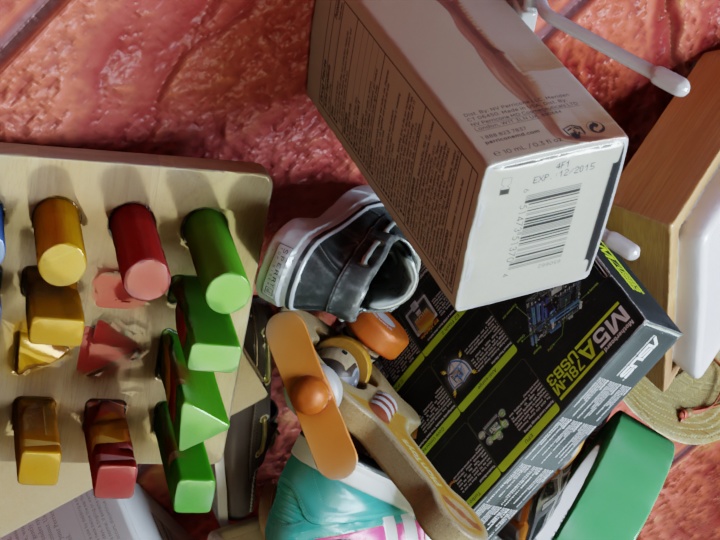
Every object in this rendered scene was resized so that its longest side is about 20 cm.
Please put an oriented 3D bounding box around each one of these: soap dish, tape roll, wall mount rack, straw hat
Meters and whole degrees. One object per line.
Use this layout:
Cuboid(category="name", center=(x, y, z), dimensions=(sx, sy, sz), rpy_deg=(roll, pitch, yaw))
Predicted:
Cuboid(category="soap dish", center=(0.231, -0.042, 1.011), dimensions=(0.200, 0.081, 0.158), rpy_deg=(-52, 148, -33))
Cuboid(category="tape roll", center=(0.157, 0.198, 1.089), dimensions=(0.201, 0.048, 0.200), rpy_deg=(-58, 173, -11))
Cuboid(category="wall mount rack", center=(0.118, -0.108, 0.861), dimensions=(0.074, 0.174, 0.200), rpy_deg=(-1, 134, -8))
Cuboid(category="straw hat", center=(0.205, 0.037, 1.119), dimensions=(0.201, 0.202, 0.085), rpy_deg=(8, 167, -37))

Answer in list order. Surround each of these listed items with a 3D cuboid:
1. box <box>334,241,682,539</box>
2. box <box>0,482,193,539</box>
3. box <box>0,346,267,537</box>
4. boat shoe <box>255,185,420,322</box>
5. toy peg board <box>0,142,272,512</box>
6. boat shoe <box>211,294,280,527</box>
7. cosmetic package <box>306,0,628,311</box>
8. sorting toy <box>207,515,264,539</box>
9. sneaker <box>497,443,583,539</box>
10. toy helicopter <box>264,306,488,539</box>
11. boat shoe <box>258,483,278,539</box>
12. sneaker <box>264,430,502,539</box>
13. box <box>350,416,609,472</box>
Cuboid(category="box", center=(0.084, 0.044, 0.977), dimensions=(0.047, 0.193, 0.200), rpy_deg=(18, 118, -45))
Cuboid(category="box", center=(-0.216, 0.248, 1.057), dimensions=(0.200, 0.106, 0.152), rpy_deg=(-33, 140, 0))
Cuboid(category="box", center=(-0.178, 0.061, 0.914), dimensions=(0.200, 0.021, 0.164), rpy_deg=(-28, 120, 0))
Cuboid(category="boat shoe", center=(0.000, 0.000, 0.905), dimensions=(0.072, 0.071, 0.200), rpy_deg=(-66, 169, 18))
Cuboid(category="toy peg board", center=(-0.154, 0.042, 0.839), dimensions=(0.199, 0.098, 0.200), rpy_deg=(3, 116, -18))
Cuboid(category="boat shoe", center=(-0.084, 0.099, 1.022), dimensions=(0.059, 0.072, 0.200), rpy_deg=(-15, 131, -15))
Cuboid(category="cosmetic package", center=(0.051, -0.086, 0.823), dimensions=(0.087, 0.200, 0.104), rpy_deg=(-13, 138, -22))
Cuboid(category="sorting toy", center=(-0.071, 0.271, 1.087), dimensions=(0.036, 0.186, 0.200), rpy_deg=(-5, 177, 16))
Cuboid(category="sneaker", center=(0.121, 0.131, 1.082), dimensions=(0.077, 0.078, 0.200), rpy_deg=(-24, 143, -52))
Cuboid(category="toy helicopter", center=(0.007, 0.094, 0.913), dimensions=(0.079, 0.200, 0.132), rpy_deg=(-46, 150, 11))
Cuboid(category="boat shoe", center=(-0.012, 0.206, 1.122), dimensions=(0.070, 0.071, 0.200), rpy_deg=(-8, 156, 13))
Cuboid(category="sneaker", center=(0.013, 0.200, 1.006), dimensions=(0.200, 0.084, 0.121), rpy_deg=(31, 87, -27))
Cuboid(category="box", center=(0.092, 0.108, 1.140), dimensions=(0.199, 0.075, 0.100), rpy_deg=(-4, 133, -27))
